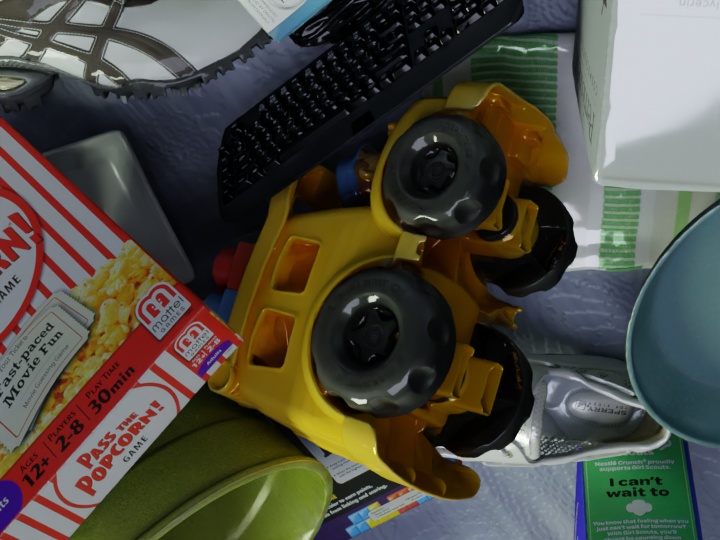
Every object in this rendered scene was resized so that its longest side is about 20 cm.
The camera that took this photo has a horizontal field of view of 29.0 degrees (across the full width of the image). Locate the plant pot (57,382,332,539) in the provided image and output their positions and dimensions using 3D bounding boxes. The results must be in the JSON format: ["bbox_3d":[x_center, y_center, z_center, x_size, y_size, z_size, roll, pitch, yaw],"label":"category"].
[{"bbox_3d":[-0.151,0.110,0.771,0.193,0.200,0.201,46,124,24],"label":"plant pot"}]

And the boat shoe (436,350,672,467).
[{"bbox_3d":[0.089,0.081,0.818,0.198,0.069,0.071,0,102,-14],"label":"boat shoe"}]

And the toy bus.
[{"bbox_3d":[0.000,0.000,0.742,0.191,0.202,0.136,13,170,34],"label":"toy bus"}]

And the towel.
[{"bbox_3d":[0.133,-0.061,0.782,0.198,0.023,0.154,0,122,6],"label":"towel"}]

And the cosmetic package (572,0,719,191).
[{"bbox_3d":[0.188,-0.155,0.625,0.163,0.165,0.202,4,116,4],"label":"cosmetic package"}]

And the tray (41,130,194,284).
[{"bbox_3d":[-0.208,-0.016,0.848,0.198,0.022,0.108,-16,120,15],"label":"tray"}]

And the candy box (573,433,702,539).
[{"bbox_3d":[0.171,0.225,0.853,0.076,0.201,0.170,-2,123,6],"label":"candy box"}]

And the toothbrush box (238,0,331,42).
[{"bbox_3d":[-0.010,-0.232,0.653,0.199,0.086,0.146,-35,112,25],"label":"toothbrush box"}]

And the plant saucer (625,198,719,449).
[{"bbox_3d":[0.241,0.016,0.791,0.198,0.036,0.201,-6,126,-8],"label":"plant saucer"}]

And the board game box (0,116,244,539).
[{"bbox_3d":[-0.175,0.028,0.694,0.152,0.200,0.046,-49,147,-5],"label":"board game box"}]

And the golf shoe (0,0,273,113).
[{"bbox_3d":[-0.138,-0.141,0.730,0.198,0.078,0.095,-6,121,9],"label":"golf shoe"}]

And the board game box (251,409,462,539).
[{"bbox_3d":[-0.060,0.106,0.890,0.199,0.057,0.166,-29,113,22],"label":"board game box"}]

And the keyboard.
[{"bbox_3d":[-0.008,-0.113,0.716,0.199,0.105,0.040,-33,127,25],"label":"keyboard"}]
